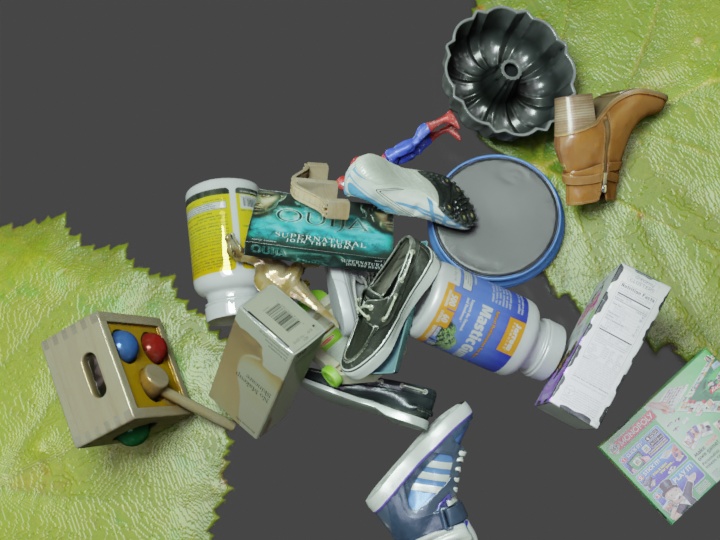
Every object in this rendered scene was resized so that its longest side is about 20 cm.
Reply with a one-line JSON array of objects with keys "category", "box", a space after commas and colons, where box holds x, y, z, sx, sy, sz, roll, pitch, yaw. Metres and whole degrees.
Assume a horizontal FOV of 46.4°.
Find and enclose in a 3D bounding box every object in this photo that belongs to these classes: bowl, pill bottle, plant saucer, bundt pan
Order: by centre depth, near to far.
[{"category": "plant saucer", "box": [0.047, 0.052, 1.136, 0.070, 0.019, 0.200, -10, 52, 42]}, {"category": "pill bottle", "box": [0.172, 0.075, 1.138, 0.199, 0.112, 0.112, 23, 82, -8]}, {"category": "bowl", "box": [0.197, -0.074, 1.222, 0.200, 0.039, 0.201, -2, 78, 8]}, {"category": "bundt pan", "box": [0.208, -0.276, 1.226, 0.201, 0.076, 0.203, 3, 76, -11]}, {"category": "pill bottle", "box": [-0.193, -0.025, 1.230, 0.112, 0.112, 0.201, -9, 77, 6]}]

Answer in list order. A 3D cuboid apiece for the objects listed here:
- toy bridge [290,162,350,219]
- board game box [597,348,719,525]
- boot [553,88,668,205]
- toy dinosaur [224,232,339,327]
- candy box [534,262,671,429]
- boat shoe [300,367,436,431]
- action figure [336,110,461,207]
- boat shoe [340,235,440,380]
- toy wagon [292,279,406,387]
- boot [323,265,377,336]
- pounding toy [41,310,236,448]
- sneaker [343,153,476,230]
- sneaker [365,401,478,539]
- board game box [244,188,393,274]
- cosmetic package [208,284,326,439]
[{"category": "toy bridge", "box": [-0.066, -0.117, 1.198, 0.067, 0.200, 0.027, 2, 112, -14]}, {"category": "board game box", "box": [0.440, 0.221, 1.130, 0.200, 0.029, 0.135, -42, 75, -2]}, {"category": "boot", "box": [0.362, -0.177, 1.199, 0.199, 0.077, 0.156, -12, 99, -31]}, {"category": "toy dinosaur", "box": [-0.100, 0.008, 1.176, 0.200, 0.058, 0.101, 36, 51, 2]}, {"category": "candy box", "box": [0.312, 0.104, 1.101, 0.071, 0.168, 0.200, 28, 83, 10]}, {"category": "boat shoe", "box": [0.008, 0.168, 1.184, 0.199, 0.076, 0.060, 18, 73, 9]}, {"category": "action figure", "box": [0.064, -0.149, 1.243, 0.200, 0.065, 0.099, -24, 70, 2]}, {"category": "boat shoe", "box": [0.024, 0.046, 1.094, 0.200, 0.064, 0.071, -58, 36, -3]}, {"category": "toy wagon", "box": [-0.025, 0.078, 1.198, 0.155, 0.040, 0.200, -39, 50, -23]}, {"category": "boot", "box": [0.000, 0.000, 1.190, 0.095, 0.074, 0.200, -6, 55, -9]}, {"category": "pounding toy", "box": [-0.307, 0.164, 1.185, 0.142, 0.184, 0.200, -28, 75, 14]}, {"category": "sneaker", "box": [0.070, -0.103, 1.177, 0.199, 0.072, 0.072, 20, 54, -16]}, {"category": "sneaker", "box": [0.121, 0.296, 1.142, 0.146, 0.081, 0.200, 44, 82, 4]}, {"category": "board game box", "box": [-0.053, -0.056, 1.167, 0.199, 0.028, 0.135, 7, 37, -3]}, {"category": "cosmetic package", "box": [-0.131, 0.128, 1.148, 0.105, 0.200, 0.071, 38, 43, 16]}]
